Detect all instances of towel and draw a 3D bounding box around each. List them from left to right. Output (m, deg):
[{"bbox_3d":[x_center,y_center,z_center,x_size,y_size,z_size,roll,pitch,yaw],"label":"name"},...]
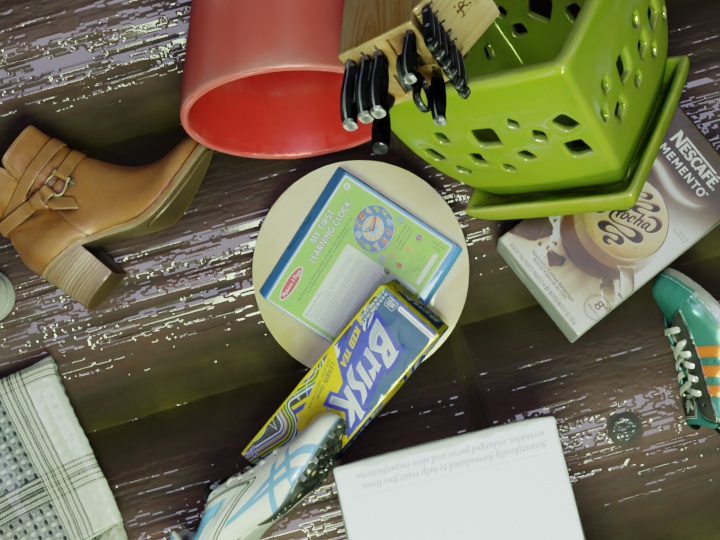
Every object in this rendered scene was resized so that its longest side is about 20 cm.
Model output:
[{"bbox_3d":[-0.326,0.207,1.391,0.192,0.035,0.201,-25,84,-1],"label":"towel"}]

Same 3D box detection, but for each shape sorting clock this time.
[{"bbox_3d":[0.000,0.000,1.396,0.199,0.039,0.201,0,95,2],"label":"shape sorting clock"}]

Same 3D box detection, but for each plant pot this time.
[{"bbox_3d":[-0.067,-0.216,1.357,0.199,0.201,0.179,-6,72,2],"label":"plant pot"},{"bbox_3d":[0.158,-0.157,1.294,0.198,0.182,0.201,-4,45,40],"label":"plant pot"}]

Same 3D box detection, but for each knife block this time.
[{"bbox_3d":[0.017,-0.174,1.227,0.176,0.200,0.064,-48,125,-15],"label":"knife block"}]

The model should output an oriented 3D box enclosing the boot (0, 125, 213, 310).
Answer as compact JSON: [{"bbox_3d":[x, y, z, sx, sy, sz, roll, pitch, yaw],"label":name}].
[{"bbox_3d":[-0.243,-0.083,1.407,0.155,0.077,0.200,41,94,10],"label":"boot"}]

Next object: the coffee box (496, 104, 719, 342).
[{"bbox_3d":[0.233,-0.043,1.371,0.200,0.080,0.113,-39,83,-2],"label":"coffee box"}]

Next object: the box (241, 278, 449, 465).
[{"bbox_3d":[-0.013,0.105,1.352,0.070,0.064,0.200,41,100,6],"label":"box"}]

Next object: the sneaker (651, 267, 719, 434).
[{"bbox_3d":[0.310,0.094,1.356,0.080,0.071,0.200,-35,87,-5],"label":"sneaker"}]

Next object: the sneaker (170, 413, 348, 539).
[{"bbox_3d":[-0.089,0.189,1.309,0.073,0.072,0.200,46,105,13],"label":"sneaker"}]

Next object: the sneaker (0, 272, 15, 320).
[{"bbox_3d":[-0.415,0.054,1.371,0.199,0.116,0.074,-31,85,0],"label":"sneaker"}]

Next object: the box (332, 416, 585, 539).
[{"bbox_3d":[0.093,0.243,1.321,0.198,0.131,0.201,-13,84,1],"label":"box"}]
